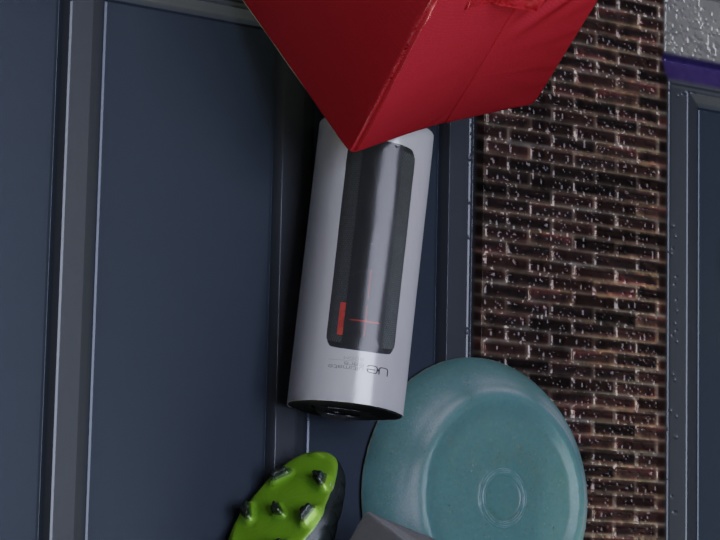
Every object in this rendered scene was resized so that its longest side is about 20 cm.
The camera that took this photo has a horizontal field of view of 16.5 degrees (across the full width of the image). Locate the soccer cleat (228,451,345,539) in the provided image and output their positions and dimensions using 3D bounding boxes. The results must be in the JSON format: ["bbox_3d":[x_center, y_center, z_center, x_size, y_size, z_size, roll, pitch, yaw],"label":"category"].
[{"bbox_3d":[-0.056,0.214,1.626,0.081,0.067,0.200,53,51,-46],"label":"soccer cleat"}]

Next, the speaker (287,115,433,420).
[{"bbox_3d":[0.000,0.000,1.675,0.081,0.081,0.201,15,76,-33],"label":"speaker"}]

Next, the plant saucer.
[{"bbox_3d":[0.091,0.160,1.746,0.199,0.036,0.201,5,81,-35],"label":"plant saucer"}]

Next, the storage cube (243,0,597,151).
[{"bbox_3d":[0.043,-0.210,1.633,0.171,0.180,0.200,-18,63,-36],"label":"storage cube"}]

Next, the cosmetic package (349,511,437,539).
[{"bbox_3d":[0.076,0.238,1.634,0.200,0.107,0.090,31,90,-43],"label":"cosmetic package"}]
